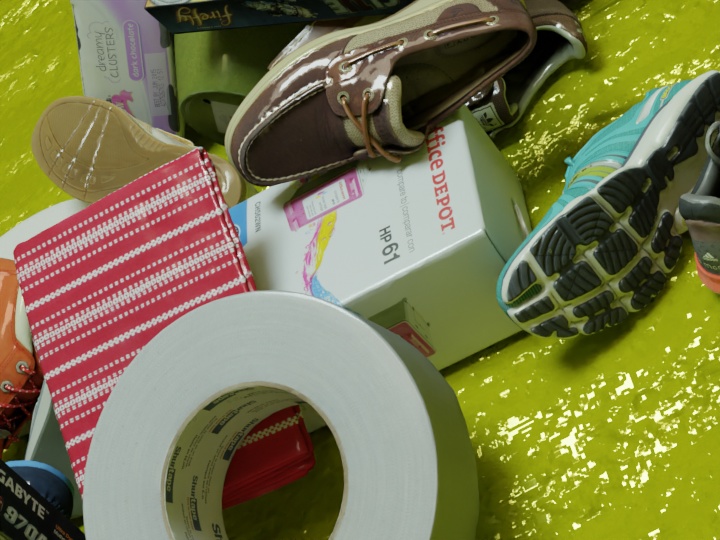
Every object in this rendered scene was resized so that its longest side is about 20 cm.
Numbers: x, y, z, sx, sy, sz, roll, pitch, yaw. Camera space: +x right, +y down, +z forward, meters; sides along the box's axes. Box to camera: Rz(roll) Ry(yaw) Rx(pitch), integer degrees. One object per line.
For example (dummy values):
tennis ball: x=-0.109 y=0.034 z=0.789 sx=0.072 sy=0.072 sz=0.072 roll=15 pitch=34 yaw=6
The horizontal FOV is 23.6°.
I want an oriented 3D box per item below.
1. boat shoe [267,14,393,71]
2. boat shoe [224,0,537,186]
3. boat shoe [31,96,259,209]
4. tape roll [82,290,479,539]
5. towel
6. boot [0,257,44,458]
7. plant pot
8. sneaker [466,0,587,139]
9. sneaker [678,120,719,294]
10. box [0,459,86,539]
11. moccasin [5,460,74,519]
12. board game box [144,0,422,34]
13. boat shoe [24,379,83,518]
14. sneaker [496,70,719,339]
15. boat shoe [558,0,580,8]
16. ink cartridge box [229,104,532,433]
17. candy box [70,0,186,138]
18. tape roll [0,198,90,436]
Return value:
boat shoe: x=0.016 y=-0.190 z=1.114 sx=0.200 sy=0.076 sz=0.074 roll=-41 pitch=77 yaw=-7
boat shoe: x=0.013 y=-0.102 z=1.006 sx=0.199 sy=0.072 sz=0.072 roll=-26 pitch=34 yaw=5
boat shoe: x=-0.149 y=-0.065 z=1.218 sx=0.200 sy=0.069 sz=0.074 roll=26 pitch=87 yaw=32
tape roll: x=-0.041 y=0.114 z=0.885 sx=0.199 sy=0.066 sz=0.201 roll=-5 pitch=77 yaw=23
towel: x=-0.115 y=0.047 z=0.982 sx=0.144 sy=0.022 sz=0.201 roll=-26 pitch=70 yaw=16
boot: x=-0.241 y=0.087 z=1.117 sx=0.107 sy=0.075 sz=0.201 roll=-2 pitch=80 yaw=25
plant pot: x=-0.059 y=-0.192 z=1.233 sx=0.186 sy=0.187 sz=0.201 roll=-4 pitch=62 yaw=38
sneaker: x=0.058 y=-0.109 z=1.113 sx=0.200 sy=0.070 sz=0.076 roll=-42 pitch=37 yaw=-4
sneaker: x=0.235 y=-0.082 z=0.920 sx=0.077 sy=0.082 sz=0.200 roll=9 pitch=57 yaw=46
box: x=-0.249 y=0.188 z=0.983 sx=0.199 sy=0.159 sz=0.046 roll=-23 pitch=39 yaw=21
moccasin: x=-0.252 y=0.190 z=1.064 sx=0.200 sy=0.080 sz=0.068 roll=-37 pitch=26 yaw=27
board game box: x=-0.034 y=-0.222 z=1.095 sx=0.199 sy=0.035 sz=0.136 roll=1 pitch=65 yaw=35
boat shoe: x=-0.166 y=0.056 z=1.076 sx=0.202 sy=0.070 sz=0.072 roll=-67 pitch=21 yaw=17
sneaker: x=0.144 y=-0.036 z=0.970 sx=0.200 sy=0.078 sz=0.080 roll=-44 pitch=26 yaw=-24
boat shoe: x=0.073 y=-0.181 z=1.186 sx=0.199 sy=0.072 sz=0.068 roll=-25 pitch=33 yaw=2
ink cartridge box: x=0.000 y=0.000 z=1.034 sx=0.199 sy=0.085 sz=0.145 roll=-26 pitch=37 yaw=15
candy box: x=-0.171 y=-0.198 z=1.318 sx=0.071 sy=0.168 sz=0.200 roll=-1 pitch=42 yaw=-1
tape roll: x=-0.232 y=0.033 z=1.239 sx=0.202 sy=0.037 sz=0.203 roll=-23 pitch=39 yaw=21
